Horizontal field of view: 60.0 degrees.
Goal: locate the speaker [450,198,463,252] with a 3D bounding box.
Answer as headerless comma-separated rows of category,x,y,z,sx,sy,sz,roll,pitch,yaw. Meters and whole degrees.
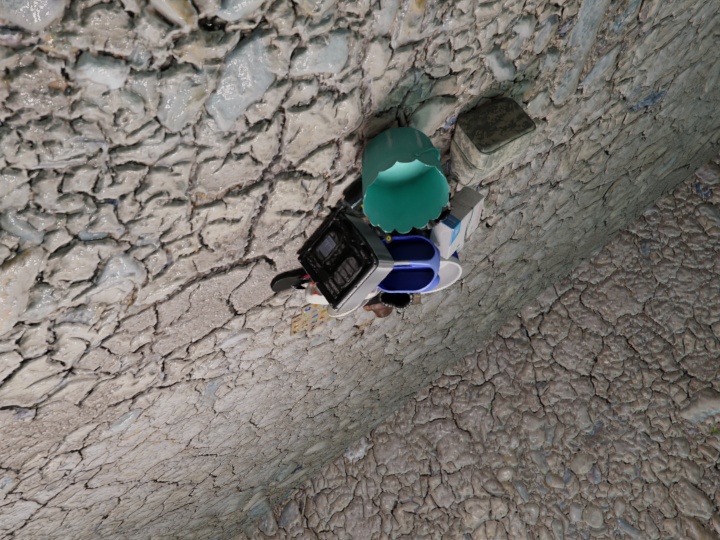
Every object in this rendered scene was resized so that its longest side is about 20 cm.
speaker,0.291,-0.136,1.922,0.080,0.082,0.202,-31,154,-14

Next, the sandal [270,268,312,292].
sandal,-0.144,0.026,1.637,0.196,0.045,0.076,-20,150,-36

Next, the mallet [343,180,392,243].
mallet,0.021,-0.126,1.523,0.065,0.041,0.202,-39,133,-10

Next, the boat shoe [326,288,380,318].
boat shoe,-0.006,0.074,1.700,0.198,0.067,0.058,-36,152,-15

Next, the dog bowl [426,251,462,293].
dog bowl,0.215,-0.010,1.953,0.194,0.081,0.202,-9,151,-5

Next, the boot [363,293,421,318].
boot,0.128,0.104,2.021,0.195,0.066,0.185,-14,166,30

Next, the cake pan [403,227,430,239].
cake pan,0.134,-0.061,1.766,0.202,0.036,0.201,-52,-169,13

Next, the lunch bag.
lunch bag,0.323,-0.314,1.582,0.197,0.141,0.169,-28,154,-18

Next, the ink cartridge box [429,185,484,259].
ink cartridge box,0.267,-0.141,1.667,0.200,0.067,0.118,-45,155,-31

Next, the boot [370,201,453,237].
boot,0.130,-0.139,1.583,0.197,0.162,0.074,-39,121,-7

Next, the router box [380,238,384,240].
router box,0.000,0.000,1.728,0.147,0.051,0.202,-2,136,-52

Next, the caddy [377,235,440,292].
caddy,0.118,-0.014,1.606,0.194,0.146,0.104,-2,171,26

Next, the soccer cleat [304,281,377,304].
soccer cleat,-0.053,0.052,1.647,0.194,0.071,0.078,-3,157,-15

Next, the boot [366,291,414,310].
boot,0.059,0.071,1.827,0.205,0.081,0.158,-17,-164,12

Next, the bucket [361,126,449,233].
bucket,0.093,-0.202,1.379,0.200,0.138,0.210,-4,140,-3

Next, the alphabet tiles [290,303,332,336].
alphabet tiles,-0.127,0.130,1.894,0.196,0.008,0.169,-26,153,-25

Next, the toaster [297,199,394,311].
toaster,-0.032,-0.032,1.535,0.201,0.182,0.118,-47,160,20

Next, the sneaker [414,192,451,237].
sneaker,0.199,-0.161,1.685,0.102,0.202,0.061,-20,117,18
